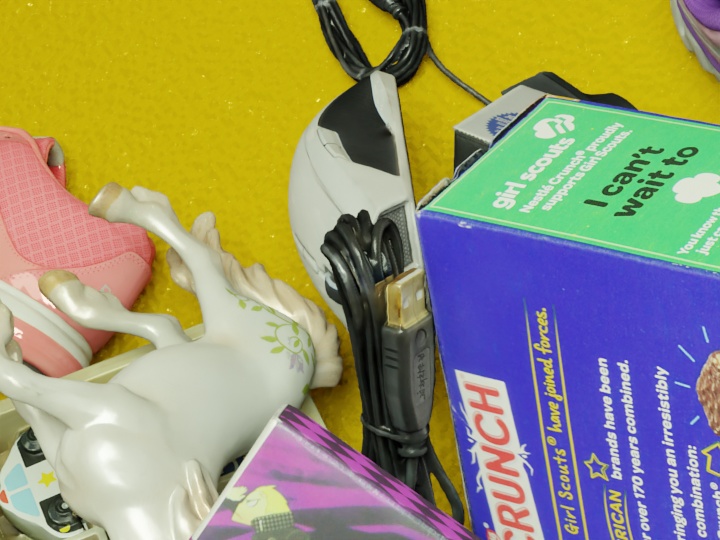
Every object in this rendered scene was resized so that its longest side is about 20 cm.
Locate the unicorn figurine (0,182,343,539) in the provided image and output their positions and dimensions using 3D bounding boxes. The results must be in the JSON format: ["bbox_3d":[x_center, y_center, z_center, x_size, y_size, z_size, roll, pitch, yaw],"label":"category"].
[{"bbox_3d":[-0.072,0.051,0.744,0.137,0.074,0.200,41,55,10],"label":"unicorn figurine"}]

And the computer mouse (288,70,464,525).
[{"bbox_3d":[0.000,0.000,0.763,0.044,0.110,0.200,-10,27,2],"label":"computer mouse"}]

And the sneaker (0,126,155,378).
[{"bbox_3d":[-0.158,-0.024,0.905,0.200,0.074,0.087,32,71,29],"label":"sneaker"}]

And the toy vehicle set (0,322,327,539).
[{"bbox_3d":[-0.053,0.107,0.770,0.124,0.027,0.200,-22,50,-8],"label":"toy vehicle set"}]

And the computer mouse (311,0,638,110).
[{"bbox_3d":[0.043,-0.066,0.837,0.059,0.034,0.200,-49,57,0],"label":"computer mouse"}]

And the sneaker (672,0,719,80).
[{"bbox_3d":[0.157,-0.063,0.740,0.080,0.088,0.200,-39,59,4],"label":"sneaker"}]

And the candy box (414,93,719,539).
[{"bbox_3d":[0.124,0.053,0.652,0.200,0.169,0.077,13,38,36],"label":"candy box"}]

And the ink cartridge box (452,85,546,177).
[{"bbox_3d":[0.120,0.017,0.726,0.200,0.094,0.044,21,37,31],"label":"ink cartridge box"}]

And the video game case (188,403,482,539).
[{"bbox_3d":[0.008,0.168,0.661,0.200,0.036,0.181,36,96,2],"label":"video game case"}]
